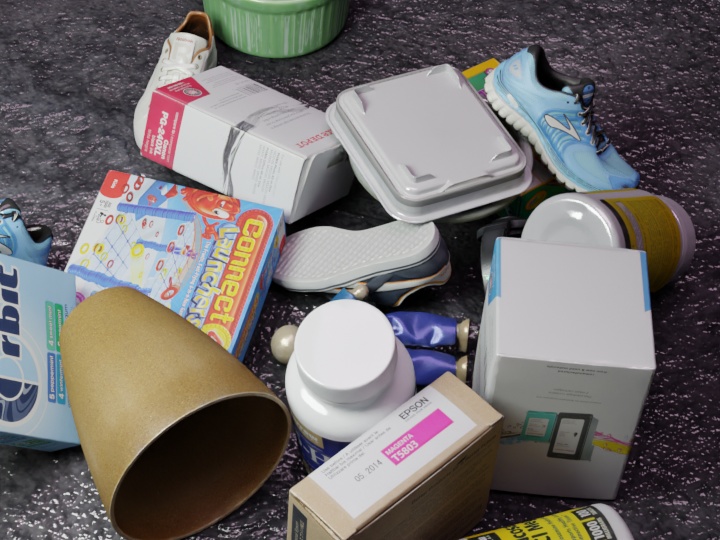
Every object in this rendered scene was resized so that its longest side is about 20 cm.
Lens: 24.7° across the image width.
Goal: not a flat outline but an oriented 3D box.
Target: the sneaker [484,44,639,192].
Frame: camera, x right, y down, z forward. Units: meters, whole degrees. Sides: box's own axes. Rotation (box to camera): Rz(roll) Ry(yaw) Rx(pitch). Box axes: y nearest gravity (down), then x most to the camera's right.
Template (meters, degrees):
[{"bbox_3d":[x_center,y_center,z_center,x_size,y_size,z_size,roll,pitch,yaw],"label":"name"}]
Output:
[{"bbox_3d":[0.225,-0.157,1.747,0.200,0.090,0.078,44,33,-1],"label":"sneaker"}]

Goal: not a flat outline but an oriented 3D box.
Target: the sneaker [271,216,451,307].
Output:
[{"bbox_3d":[0.000,0.000,1.714,0.198,0.080,0.079,-6,51,26],"label":"sneaker"}]

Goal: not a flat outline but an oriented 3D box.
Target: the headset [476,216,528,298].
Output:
[{"bbox_3d":[0.175,-0.005,1.692,0.093,0.125,0.200,-12,18,20],"label":"headset"}]

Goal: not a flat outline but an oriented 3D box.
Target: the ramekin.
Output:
[{"bbox_3d":[-0.102,-0.350,2.005,0.198,0.098,0.201,2,47,-2],"label":"ramekin"}]

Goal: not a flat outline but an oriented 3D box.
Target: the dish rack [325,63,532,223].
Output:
[{"bbox_3d":[0.072,-0.143,1.721,0.170,0.044,0.201,-16,51,-21],"label":"dish rack"}]

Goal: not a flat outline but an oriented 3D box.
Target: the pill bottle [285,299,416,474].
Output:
[{"bbox_3d":[-0.007,0.115,1.505,0.118,0.201,0.121,-2,58,4],"label":"pill bottle"}]

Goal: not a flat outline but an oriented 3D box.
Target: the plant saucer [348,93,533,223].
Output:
[{"bbox_3d":[0.084,-0.115,1.764,0.198,0.050,0.201,3,50,-4],"label":"plant saucer"}]

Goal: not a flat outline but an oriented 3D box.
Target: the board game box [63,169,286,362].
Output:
[{"bbox_3d":[-0.196,0.009,1.679,0.194,0.056,0.201,12,58,9],"label":"board game box"}]

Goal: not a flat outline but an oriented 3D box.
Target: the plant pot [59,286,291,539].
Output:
[{"bbox_3d":[-0.192,0.115,1.515,0.185,0.187,0.200,-24,53,-23],"label":"plant pot"}]

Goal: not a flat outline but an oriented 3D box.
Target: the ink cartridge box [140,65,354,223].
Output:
[{"bbox_3d":[-0.114,-0.138,1.789,0.199,0.084,0.145,26,26,19],"label":"ink cartridge box"}]

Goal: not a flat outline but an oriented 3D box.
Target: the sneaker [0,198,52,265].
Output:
[{"bbox_3d":[-0.382,-0.038,1.628,0.078,0.200,0.091,28,92,31],"label":"sneaker"}]

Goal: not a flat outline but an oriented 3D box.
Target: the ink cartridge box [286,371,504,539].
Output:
[{"bbox_3d":[0.028,0.208,1.459,0.199,0.166,0.075,-33,57,-29],"label":"ink cartridge box"}]

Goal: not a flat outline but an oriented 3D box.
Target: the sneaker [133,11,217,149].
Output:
[{"bbox_3d":[-0.215,-0.221,1.892,0.072,0.085,0.201,10,50,4],"label":"sneaker"}]

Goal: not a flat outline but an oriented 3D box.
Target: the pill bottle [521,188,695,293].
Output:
[{"bbox_3d":[0.257,-0.025,1.672,0.114,0.115,0.199,38,25,28],"label":"pill bottle"}]

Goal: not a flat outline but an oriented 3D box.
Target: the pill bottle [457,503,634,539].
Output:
[{"bbox_3d":[0.138,0.279,1.435,0.198,0.113,0.113,-12,49,-14],"label":"pill bottle"}]

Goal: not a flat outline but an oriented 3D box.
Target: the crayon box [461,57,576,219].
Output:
[{"bbox_3d":[0.162,-0.146,1.861,0.118,0.059,0.200,-26,54,-25],"label":"crayon box"}]

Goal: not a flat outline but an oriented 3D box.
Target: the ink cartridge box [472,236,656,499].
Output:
[{"bbox_3d":[0.184,0.095,1.547,0.144,0.201,0.148,5,47,-1],"label":"ink cartridge box"}]

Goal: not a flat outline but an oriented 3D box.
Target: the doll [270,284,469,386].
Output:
[{"bbox_3d":[0.008,0.081,1.650,0.198,0.049,0.138,5,69,3],"label":"doll"}]

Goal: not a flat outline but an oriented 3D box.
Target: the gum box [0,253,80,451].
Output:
[{"bbox_3d":[-0.341,0.069,1.515,0.044,0.199,0.172,-14,71,30],"label":"gum box"}]
